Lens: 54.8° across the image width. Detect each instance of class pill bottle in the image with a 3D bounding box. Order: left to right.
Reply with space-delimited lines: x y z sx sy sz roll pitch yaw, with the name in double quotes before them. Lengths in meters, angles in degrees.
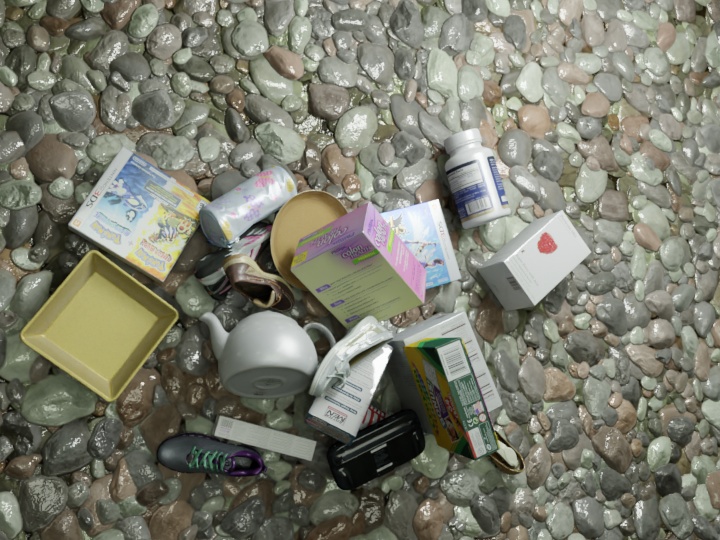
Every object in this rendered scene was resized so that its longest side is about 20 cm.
"pill bottle" 0.250 -0.202 1.527 0.110 0.111 0.202 -16 88 -21

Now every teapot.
"teapot" -0.169 0.144 1.299 0.196 0.200 0.147 -15 58 17

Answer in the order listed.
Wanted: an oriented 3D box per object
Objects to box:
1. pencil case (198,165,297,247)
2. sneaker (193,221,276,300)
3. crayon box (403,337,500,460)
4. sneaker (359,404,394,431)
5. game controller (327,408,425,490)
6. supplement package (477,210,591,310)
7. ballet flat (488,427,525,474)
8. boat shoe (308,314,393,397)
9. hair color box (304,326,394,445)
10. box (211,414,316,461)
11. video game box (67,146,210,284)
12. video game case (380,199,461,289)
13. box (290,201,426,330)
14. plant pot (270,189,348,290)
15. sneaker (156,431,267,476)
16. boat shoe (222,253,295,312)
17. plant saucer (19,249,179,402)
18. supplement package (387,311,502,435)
"pencil case" -0.216 -0.125 1.343 0.090 0.083 0.200 36 55 21
"sneaker" -0.237 -0.019 1.352 0.200 0.080 0.087 -41 135 -31
"crayon box" 0.157 0.222 1.237 0.058 0.172 0.201 -19 89 -17
"sneaker" 0.035 0.293 1.398 0.112 0.071 0.201 -34 102 -17
"game controller" 0.034 0.349 1.350 0.199 0.042 0.105 -22 115 -16
"supplement package" 0.386 -0.021 1.545 0.200 0.120 0.122 -39 95 -21
"ballet flat" 0.278 0.364 1.476 0.200 0.072 0.068 46 71 -8
"boat shoe" -0.019 0.164 1.282 0.065 0.075 0.202 37 52 15
"hair color box" -0.020 0.218 1.327 0.099 0.061 0.201 26 56 2
"box" -0.184 0.321 1.332 0.199 0.039 0.042 18 78 -17
"video game box" -0.412 -0.103 1.308 0.199 0.047 0.183 32 75 -13
"video game case" 0.100 -0.042 1.485 0.199 0.045 0.183 -15 87 -21
"box" 0.000 0.000 1.335 0.200 0.175 0.097 47 33 -28
"plant pot" -0.099 -0.060 1.395 0.199 0.027 0.202 -5 98 -36
"sneaker" -0.269 0.340 1.272 0.198 0.087 0.075 10 79 -19
"boat shoe" -0.185 0.043 1.306 0.072 0.200 0.072 -28 54 11
"plant saucer" -0.467 0.100 1.256 0.200 0.048 0.201 39 71 -12
"supplement package" 0.158 0.207 1.411 0.150 0.152 0.201 -22 90 -20
